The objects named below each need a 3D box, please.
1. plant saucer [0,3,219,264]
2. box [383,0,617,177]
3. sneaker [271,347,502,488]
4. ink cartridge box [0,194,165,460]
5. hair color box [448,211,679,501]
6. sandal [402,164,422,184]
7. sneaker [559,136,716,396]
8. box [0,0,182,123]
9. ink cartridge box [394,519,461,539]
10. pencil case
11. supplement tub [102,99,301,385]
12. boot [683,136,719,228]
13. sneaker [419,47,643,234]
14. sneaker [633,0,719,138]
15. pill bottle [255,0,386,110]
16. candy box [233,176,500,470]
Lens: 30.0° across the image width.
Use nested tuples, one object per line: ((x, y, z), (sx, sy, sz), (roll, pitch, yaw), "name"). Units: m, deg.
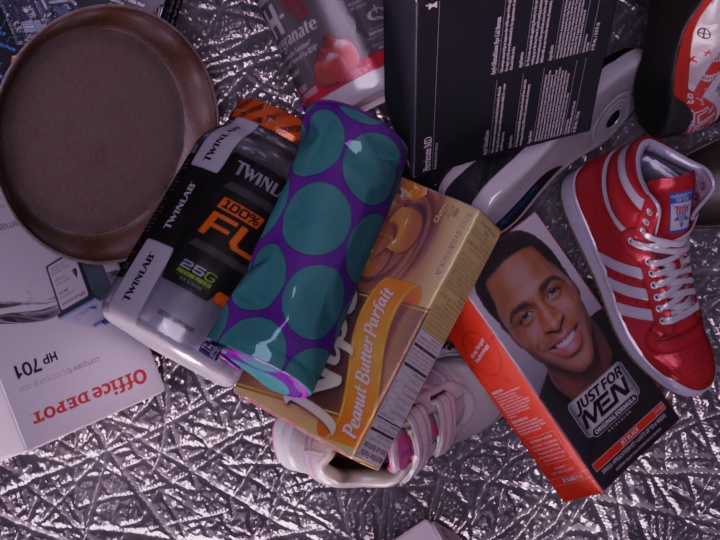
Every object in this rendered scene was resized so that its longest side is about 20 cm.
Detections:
((-0.200, -0.106, 1.046), (0.032, 0.199, 0.201), (15, 98, 48), "plant saucer")
((0.090, -0.162, 0.913), (0.140, 0.200, 0.079), (-17, 62, -8), "box")
((0.036, 0.126, 1.054), (0.199, 0.088, 0.082), (-20, 112, -12), "sneaker")
((-0.262, 0.033, 1.065), (0.086, 0.146, 0.201), (-20, 92, 43), "ink cartridge box")
((0.148, 0.068, 1.051), (0.101, 0.061, 0.200), (-36, 90, -29), "hair color box")
((0.000, 0.000, 1.084), (0.080, 0.054, 0.201), (11, 93, -28), "sandal")
((0.234, -0.005, 1.018), (0.071, 0.112, 0.201), (-25, 84, -33), "sneaker")
((-0.262, -0.198, 1.104), (0.199, 0.046, 0.160), (20, 96, 5), "box")
((0.023, 0.316, 1.069), (0.200, 0.084, 0.145), (-37, 63, 8), "ink cartridge box")
((-0.038, -0.016, 0.948), (0.092, 0.085, 0.201), (18, 80, 35), "pencil case")
((-0.101, -0.024, 1.041), (0.122, 0.123, 0.201), (28, 80, 4), "supplement tub")
((0.316, -0.073, 1.023), (0.199, 0.097, 0.075), (-13, 95, 8), "boot")
((0.127, -0.128, 1.055), (0.200, 0.073, 0.112), (-42, 60, -11), "sneaker")
((0.272, -0.194, 0.989), (0.107, 0.067, 0.202), (-14, 134, -21), "sneaker")
((-0.028, -0.223, 1.044), (0.110, 0.111, 0.201), (-25, 91, 8), "pill bottle")
((0.005, 0.030, 0.992), (0.115, 0.055, 0.201), (25, 85, 30), "candy box")
